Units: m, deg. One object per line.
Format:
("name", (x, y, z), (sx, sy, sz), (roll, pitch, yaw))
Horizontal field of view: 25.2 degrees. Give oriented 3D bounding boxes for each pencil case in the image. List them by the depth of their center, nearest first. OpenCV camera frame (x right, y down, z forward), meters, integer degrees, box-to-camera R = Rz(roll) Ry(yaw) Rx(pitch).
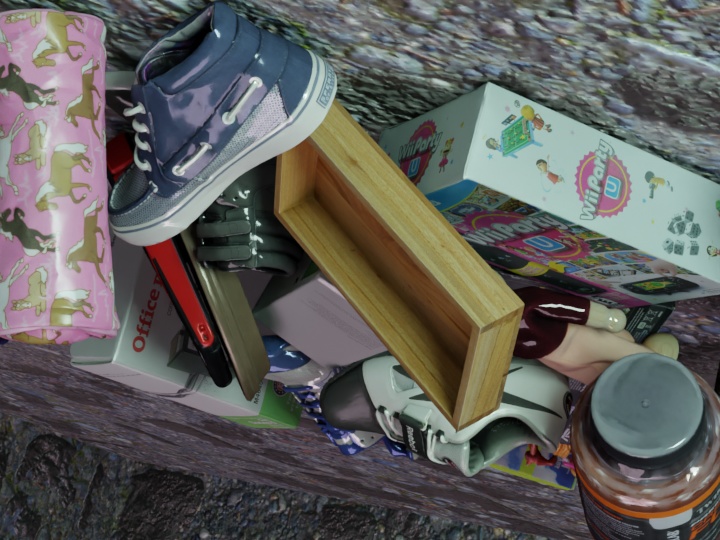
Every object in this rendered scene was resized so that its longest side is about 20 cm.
("pencil case", (-0.186, -0.056, 0.959), (0.086, 0.202, 0.083), (-5, 177, 33))

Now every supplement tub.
("supplement tub", (0.195, 0.128, 1.085), (0.106, 0.108, 0.200), (10, 156, 17))

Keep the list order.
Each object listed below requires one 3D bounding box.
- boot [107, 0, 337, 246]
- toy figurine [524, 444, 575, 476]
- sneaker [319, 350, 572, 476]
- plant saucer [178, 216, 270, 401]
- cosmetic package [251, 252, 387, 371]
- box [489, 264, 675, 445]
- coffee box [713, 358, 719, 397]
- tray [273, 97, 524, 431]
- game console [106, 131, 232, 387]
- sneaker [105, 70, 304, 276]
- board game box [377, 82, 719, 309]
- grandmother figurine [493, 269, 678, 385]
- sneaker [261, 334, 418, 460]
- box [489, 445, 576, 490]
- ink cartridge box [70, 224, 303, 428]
("boot", (-0.111, -0.088, 0.958), (0.090, 0.073, 0.199), (30, 134, -32))
("toy figurine", (0.165, 0.132, 1.430), (0.182, 0.152, 0.200), (11, 164, -1))
("sneaker", (0.057, 0.108, 1.185), (0.198, 0.089, 0.074), (-9, 142, 23))
("plant saucer", (-0.111, 0.001, 1.209), (0.029, 0.202, 0.200), (-22, 169, -7))
("cosmetic package", (0.000, 0.000, 1.158), (0.084, 0.108, 0.200), (33, 162, -11))
("box", (0.123, 0.052, 1.211), (0.160, 0.049, 0.201), (10, 143, -10))
("coffee box", (0.296, 0.067, 1.136), (0.079, 0.115, 0.200), (11, 165, 10))
("tray", (0.018, -0.010, 0.961), (0.200, 0.037, 0.099), (49, 150, 29))
("game console", (-0.143, -0.004, 1.231), (0.031, 0.178, 0.200), (-28, 170, -7))
("sneaker", (-0.099, -0.058, 1.072), (0.199, 0.100, 0.070), (26, 164, -37))
("board game box", (0.121, -0.039, 0.997), (0.199, 0.065, 0.147), (21, 166, -21))
("grandmother figurine", (0.120, 0.040, 1.087), (0.199, 0.061, 0.121), (25, 135, -38))
("sneaker", (-0.012, 0.105, 1.324), (0.199, 0.089, 0.075), (17, 170, -35))
("box", (0.143, 0.127, 1.516), (0.199, 0.123, 0.048), (20, 174, -20))
("ink cartridge box", (-0.137, 0.042, 1.420), (0.199, 0.147, 0.084), (23, 164, -34))
